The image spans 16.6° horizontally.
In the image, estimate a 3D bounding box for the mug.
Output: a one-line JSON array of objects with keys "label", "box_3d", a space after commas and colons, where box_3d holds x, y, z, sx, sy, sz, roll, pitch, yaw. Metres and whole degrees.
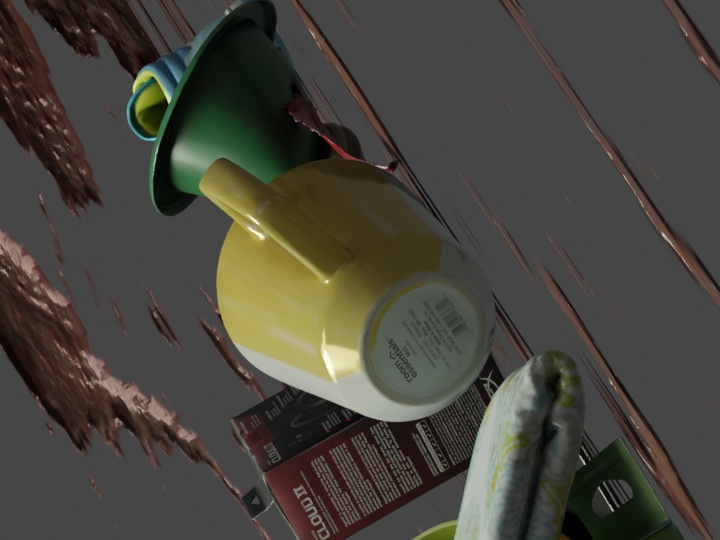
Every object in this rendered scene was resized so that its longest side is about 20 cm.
[{"label": "mug", "box_3d": [-0.009, 0.020, 1.499, 0.153, 0.186, 0.150, 34, 116, 61]}]

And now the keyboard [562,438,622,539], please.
[{"label": "keyboard", "box_3d": [0.163, 0.176, 1.512, 0.200, 0.040, 0.104, 60, 153, -2]}]

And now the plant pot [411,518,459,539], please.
[{"label": "plant pot", "box_3d": [0.128, 0.320, 2.087, 0.187, 0.187, 0.200, 57, -170, 28]}]

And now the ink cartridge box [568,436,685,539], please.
[{"label": "ink cartridge box", "box_3d": [0.153, 0.199, 1.314, 0.200, 0.059, 0.104, 59, 159, 11]}]

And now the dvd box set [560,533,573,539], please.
[{"label": "dvd box set", "box_3d": [0.159, 0.233, 1.481, 0.200, 0.029, 0.147, 26, 146, 57]}]

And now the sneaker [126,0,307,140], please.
[{"label": "sneaker", "box_3d": [-0.113, -0.130, 1.901, 0.080, 0.130, 0.200, 56, 176, 22]}]

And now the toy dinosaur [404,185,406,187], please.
[{"label": "toy dinosaur", "box_3d": [0.000, 0.000, 1.695, 0.088, 0.048, 0.200, 40, 148, -19]}]

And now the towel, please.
[{"label": "towel", "box_3d": [0.083, 0.148, 1.371, 0.171, 0.048, 0.200, 126, 157, -83]}]

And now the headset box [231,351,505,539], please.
[{"label": "headset box", "box_3d": [0.003, 0.115, 1.754, 0.077, 0.200, 0.149, 61, 175, -16]}]

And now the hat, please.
[{"label": "hat", "box_3d": [-0.035, -0.077, 1.711, 0.176, 0.200, 0.166, 25, 122, 13]}]

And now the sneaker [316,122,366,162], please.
[{"label": "sneaker", "box_3d": [-0.002, -0.030, 1.790, 0.200, 0.075, 0.071, 95, 161, -45]}]
